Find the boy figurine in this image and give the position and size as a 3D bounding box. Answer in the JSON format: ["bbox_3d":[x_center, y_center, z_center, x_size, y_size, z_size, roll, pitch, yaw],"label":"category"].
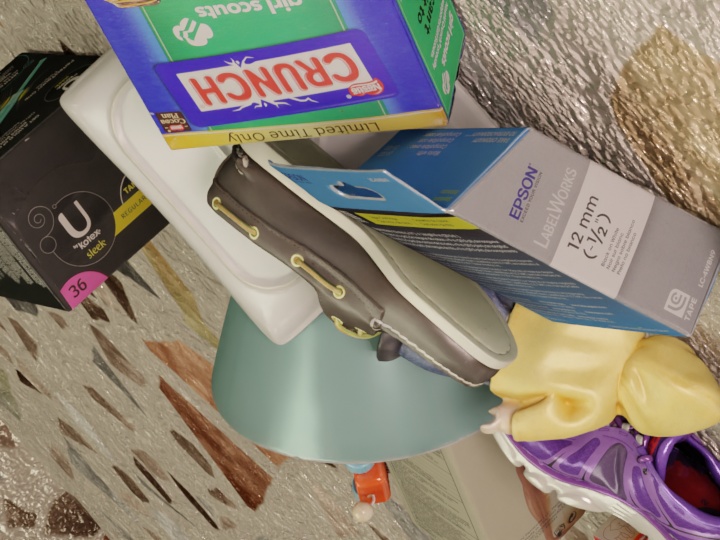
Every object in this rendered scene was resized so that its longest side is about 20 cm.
[{"bbox_3d":[0.114,0.041,1.564,0.200,0.124,0.064,16,168,5],"label":"boy figurine"}]

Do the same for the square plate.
[{"bbox_3d":[-0.050,-0.083,1.566,0.198,0.200,0.028,49,-153,0],"label":"square plate"}]

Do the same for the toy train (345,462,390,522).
[{"bbox_3d":[0.007,0.075,1.897,0.200,0.056,0.150,77,-175,-58],"label":"toy train"}]

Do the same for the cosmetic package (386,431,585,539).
[{"bbox_3d":[0.073,0.114,1.853,0.103,0.087,0.200,36,161,34],"label":"cosmetic package"}]

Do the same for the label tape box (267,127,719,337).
[{"bbox_3d":[0.071,-0.035,1.436,0.200,0.066,0.143,29,170,-25],"label":"label tape box"}]

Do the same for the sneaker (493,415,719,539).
[{"bbox_3d":[0.169,0.108,1.674,0.200,0.081,0.083,31,144,19],"label":"sneaker"}]

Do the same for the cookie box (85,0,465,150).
[{"bbox_3d":[-0.055,-0.160,1.434,0.171,0.075,0.200,-5,139,23],"label":"cookie box"}]

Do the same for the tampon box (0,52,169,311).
[{"bbox_3d":[-0.235,-0.069,2.060,0.126,0.150,0.200,54,162,-21],"label":"tampon box"}]

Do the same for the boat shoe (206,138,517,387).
[{"bbox_3d":[0.000,0.000,1.514,0.201,0.061,0.072,43,-159,16],"label":"boat shoe"}]

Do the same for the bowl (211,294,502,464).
[{"bbox_3d":[0.001,0.020,1.682,0.201,0.201,0.105,29,137,44],"label":"bowl"}]

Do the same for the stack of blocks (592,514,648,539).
[{"bbox_3d":[0.240,0.236,1.782,0.115,0.059,0.200,27,154,47],"label":"stack of blocks"}]
